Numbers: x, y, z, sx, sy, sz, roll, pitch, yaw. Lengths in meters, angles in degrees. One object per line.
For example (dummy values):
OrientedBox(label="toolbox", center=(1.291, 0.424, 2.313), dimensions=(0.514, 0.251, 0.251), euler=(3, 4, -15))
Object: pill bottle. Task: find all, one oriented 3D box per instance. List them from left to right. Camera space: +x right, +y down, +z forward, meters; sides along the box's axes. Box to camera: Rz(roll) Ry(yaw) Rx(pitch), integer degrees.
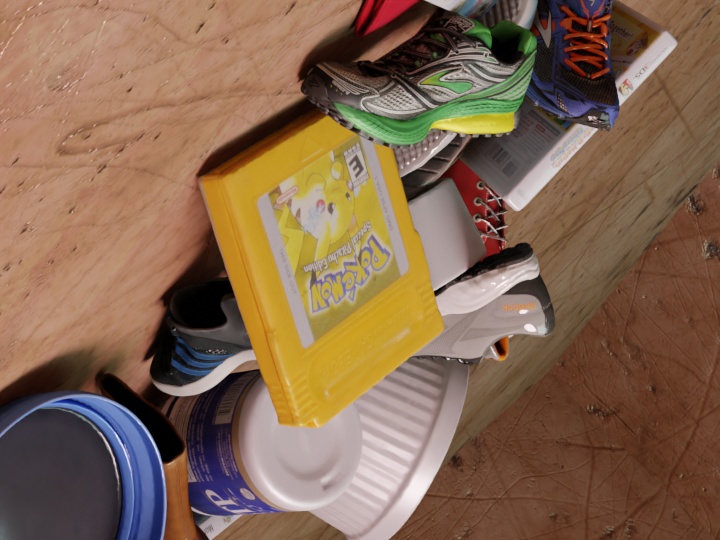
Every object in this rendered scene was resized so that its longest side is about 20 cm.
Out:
OrientedBox(label="pill bottle", center=(-0.102, 0.144, 1.616), dimensions=(0.120, 0.120, 0.200), euler=(-37, -165, -36))

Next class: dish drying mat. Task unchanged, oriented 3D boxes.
OrientedBox(label="dish drying mat", center=(0.075, -0.228, 1.336), dimensions=(0.200, 0.018, 0.077), euler=(-39, 168, -32))

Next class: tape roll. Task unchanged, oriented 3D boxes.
OrientedBox(label="tape roll", center=(0.000, 0.000, 1.561), dimensions=(0.202, 0.071, 0.202), euler=(-28, -177, 2))

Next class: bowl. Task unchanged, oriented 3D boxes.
OrientedBox(label="bowl", center=(-0.223, 0.182, 1.370), dimensions=(0.200, 0.039, 0.202), euler=(-15, 111, -45))

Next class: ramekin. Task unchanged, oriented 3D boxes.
OrientedBox(label="ramekin", center=(0.003, 0.133, 1.716), dimensions=(0.201, 0.105, 0.200), euler=(-57, -165, 24))

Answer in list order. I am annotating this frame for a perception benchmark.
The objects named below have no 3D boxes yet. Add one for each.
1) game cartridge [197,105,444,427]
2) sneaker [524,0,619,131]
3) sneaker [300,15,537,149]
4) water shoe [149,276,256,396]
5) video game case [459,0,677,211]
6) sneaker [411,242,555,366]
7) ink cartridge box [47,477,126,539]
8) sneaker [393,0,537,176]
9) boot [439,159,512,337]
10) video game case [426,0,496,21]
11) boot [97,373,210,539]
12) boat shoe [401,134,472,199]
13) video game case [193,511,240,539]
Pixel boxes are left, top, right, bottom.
OrientedBox(label="game cartridge", center=(-0.021, -0.009, 1.377), dimensions=(0.032, 0.201, 0.176), euler=(-1, -155, 42))
OrientedBox(label="sneaker", center=(0.159, -0.184, 1.478), dimensions=(0.075, 0.201, 0.079), euler=(11, 132, -22))
OrientedBox(label="sneaker", center=(0.041, -0.141, 1.348), dimensions=(0.199, 0.078, 0.086), euler=(-12, 130, -42))
OrientedBox(label="water shoe", center=(-0.117, 0.038, 1.480), dimensions=(0.200, 0.079, 0.072), euler=(-25, -140, 49))
OrientedBox(label="video game case", center=(0.151, -0.151, 1.586), dimensions=(0.182, 0.023, 0.200), euler=(-47, -153, 4))
OrientedBox(label="sneaker", center=(0.069, 0.048, 1.557), dimensions=(0.200, 0.080, 0.074), euler=(-23, -173, 38))
OrientedBox(label="ink cartridge box", center=(-0.282, 0.219, 1.457), dimensions=(0.200, 0.083, 0.147), euler=(-38, 167, -36))
OrientedBox(label="sneaker", center=(0.071, -0.145, 1.479), dimensions=(0.200, 0.074, 0.082), euler=(-48, 166, 15))
OrientedBox(label="boot", center=(0.112, -0.050, 1.662), dimensions=(0.144, 0.201, 0.072), euler=(-44, 143, 24))
OrientedBox(label="video game case", center=(0.096, -0.235, 1.298), dimensions=(0.143, 0.018, 0.200), euler=(-48, 168, 13))
OrientedBox(label="boot", center=(-0.189, 0.161, 1.544), dimensions=(0.068, 0.188, 0.201), euler=(-29, 137, -18))
OrientedBox(label="boat shoe", center=(0.049, -0.104, 1.553), dimensions=(0.200, 0.076, 0.072), euler=(-39, 170, -24))
OrientedBox(label="video game case", center=(-0.203, 0.238, 1.718), dimensions=(0.199, 0.024, 0.182), euler=(-10, -162, 46))
